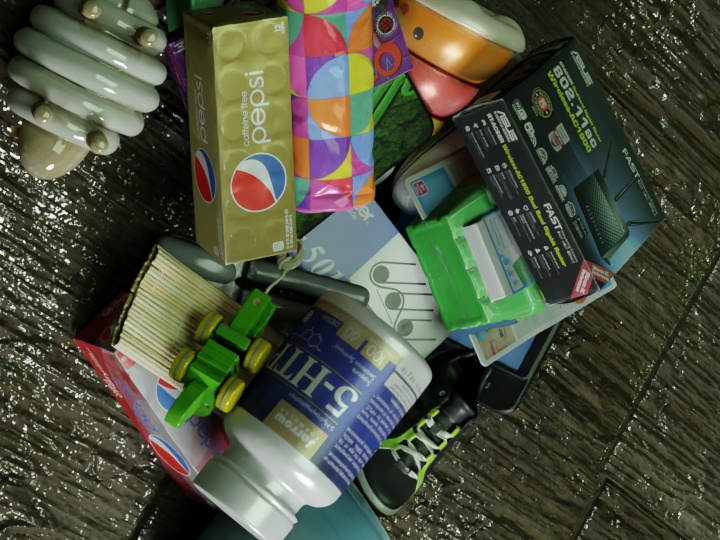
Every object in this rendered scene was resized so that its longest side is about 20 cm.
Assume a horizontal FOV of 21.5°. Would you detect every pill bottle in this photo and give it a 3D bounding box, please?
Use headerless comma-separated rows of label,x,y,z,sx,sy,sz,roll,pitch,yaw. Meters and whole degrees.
pill bottle,-0.044,0.128,1.590,0.200,0.120,0.120,-51,126,-10

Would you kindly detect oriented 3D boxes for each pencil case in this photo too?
pencil case,-0.028,-0.148,1.546,0.088,0.088,0.201,-15,115,-35

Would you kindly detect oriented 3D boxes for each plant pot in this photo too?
plant pot,-0.070,0.280,1.690,0.188,0.200,0.201,-32,120,-10

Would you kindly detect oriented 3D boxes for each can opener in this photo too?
can opener,-0.088,0.016,1.649,0.199,0.066,0.053,15,93,-16

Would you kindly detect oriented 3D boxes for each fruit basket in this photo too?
fruit basket,0.146,-0.033,1.743,0.200,0.094,0.186,-26,97,-33

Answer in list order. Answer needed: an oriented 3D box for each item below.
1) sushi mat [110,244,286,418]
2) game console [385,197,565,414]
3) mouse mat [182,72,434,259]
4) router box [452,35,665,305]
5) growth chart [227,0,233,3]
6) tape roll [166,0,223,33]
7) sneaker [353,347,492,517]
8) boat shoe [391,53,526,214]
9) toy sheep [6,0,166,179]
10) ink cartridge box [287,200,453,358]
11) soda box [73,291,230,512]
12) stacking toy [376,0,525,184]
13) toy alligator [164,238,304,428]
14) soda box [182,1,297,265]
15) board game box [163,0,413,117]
sushi mat,-0.128,0.065,1.611,0.200,0.012,0.096,38,66,-41
game console,0.105,0.006,1.802,0.201,0.175,0.116,-61,156,-9
mouse mat,-0.041,-0.123,1.631,0.200,0.008,0.161,-39,121,-12
router box,0.183,-0.091,1.708,0.150,0.062,0.201,-42,109,-47
growth chart,-0.076,-0.183,1.672,0.144,0.018,0.201,-7,105,-36
tape roll,-0.068,-0.228,1.625,0.200,0.048,0.201,-9,106,-32
sneaker,0.058,0.132,1.696,0.072,0.083,0.200,46,49,-16
boat shoe,0.096,-0.132,1.781,0.200,0.062,0.072,-42,153,-17
toy sheep,-0.213,-0.164,1.496,0.138,0.138,0.200,28,92,-39
ink cartridge box,0.000,0.000,1.724,0.094,0.044,0.200,-42,110,-11
soda box,-0.162,0.115,1.642,0.063,0.070,0.200,-45,124,-23
stacking toy,0.046,-0.163,1.719,0.146,0.146,0.201,19,104,-39
toy alligator,-0.104,0.060,1.590,0.200,0.059,0.054,-56,170,-27
soda box,-0.097,-0.112,1.531,0.067,0.064,0.201,-12,113,-24
board game box,-0.059,-0.181,1.582,0.200,0.032,0.120,-29,123,-17
